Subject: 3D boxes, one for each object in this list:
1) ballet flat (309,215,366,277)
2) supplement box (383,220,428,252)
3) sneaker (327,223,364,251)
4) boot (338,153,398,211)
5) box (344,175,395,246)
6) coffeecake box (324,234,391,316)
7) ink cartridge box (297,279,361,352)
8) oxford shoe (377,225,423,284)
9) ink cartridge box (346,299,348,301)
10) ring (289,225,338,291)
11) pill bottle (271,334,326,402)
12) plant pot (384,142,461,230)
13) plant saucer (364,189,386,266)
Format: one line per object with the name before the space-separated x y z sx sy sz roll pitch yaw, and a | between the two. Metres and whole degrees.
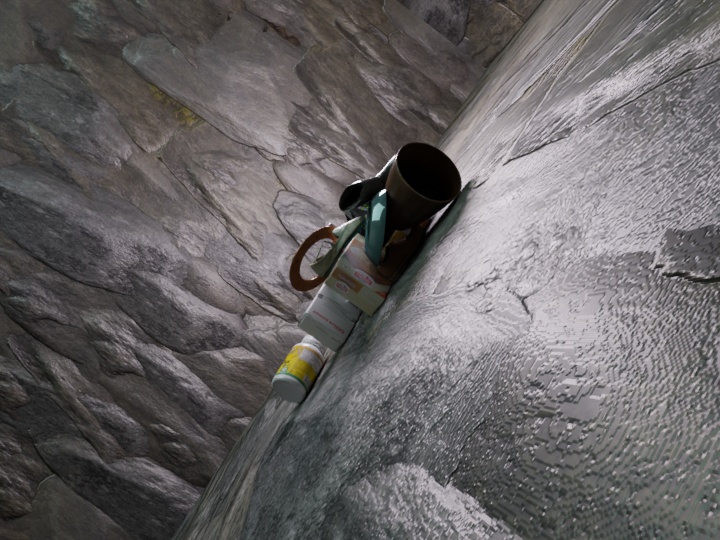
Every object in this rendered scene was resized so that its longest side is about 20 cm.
ballet flat | -0.063 -0.072 1.531 0.201 0.062 0.067 -54 2 8
supplement box | 0.116 -0.083 1.687 0.201 0.068 0.067 -57 1 15
sneaker | -0.063 -0.077 1.731 0.199 0.140 0.078 -24 22 37
boot | 0.038 -0.239 1.571 0.182 0.073 0.199 -55 -19 22
box | 0.071 -0.182 1.746 0.199 0.149 0.125 -37 -33 -13
coffeecake box | 0.009 0.007 1.580 0.073 0.153 0.200 -53 5 33
ink cartridge box | -0.081 0.124 1.772 0.084 0.146 0.201 -53 4 46
oxford shoe | 0.109 -0.061 1.557 0.201 0.071 0.071 -56 2 -33
ink cartridge box | 0.000 0.000 1.764 0.116 0.068 0.200 -31 19 24
ring | -0.120 -0.033 1.580 0.200 0.019 0.202 -36 -34 -29
pill bottle | -0.181 0.296 1.796 0.113 0.112 0.201 -51 5 46
plant pot | 0.134 -0.198 1.532 0.188 0.186 0.200 -58 4 -39
plant saucer | 0.036 -0.113 1.526 0.200 0.036 0.202 -175 90 -86
